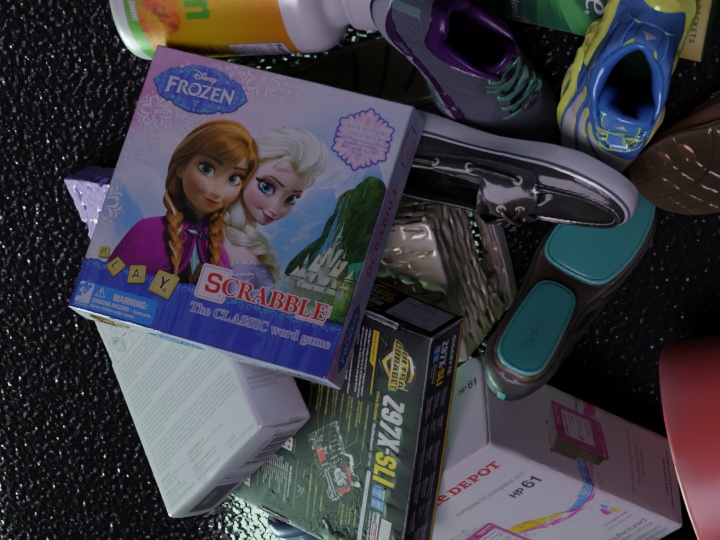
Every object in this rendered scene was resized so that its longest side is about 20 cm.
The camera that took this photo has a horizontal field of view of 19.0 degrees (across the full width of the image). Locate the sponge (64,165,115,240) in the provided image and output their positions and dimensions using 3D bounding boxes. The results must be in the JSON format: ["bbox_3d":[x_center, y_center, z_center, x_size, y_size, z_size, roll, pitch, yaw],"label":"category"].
[{"bbox_3d":[-0.163,-0.022,1.658,0.200,0.030,0.112,11,125,63],"label":"sponge"}]

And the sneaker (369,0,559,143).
[{"bbox_3d":[0.090,-0.134,1.499,0.200,0.087,0.075,36,87,-41],"label":"sneaker"}]

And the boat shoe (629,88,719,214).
[{"bbox_3d":[0.272,-0.099,1.512,0.072,0.068,0.200,45,141,-12],"label":"boat shoe"}]

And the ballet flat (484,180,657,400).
[{"bbox_3d":[0.146,0.017,1.568,0.068,0.200,0.068,34,152,12],"label":"ballet flat"}]

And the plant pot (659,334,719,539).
[{"bbox_3d":[0.331,0.125,1.561,0.177,0.201,0.201,-18,112,17],"label":"plant pot"}]

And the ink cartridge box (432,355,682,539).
[{"bbox_3d":[0.121,0.159,1.633,0.200,0.085,0.144,25,136,-29],"label":"ink cartridge box"}]

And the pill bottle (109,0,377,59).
[{"bbox_3d":[-0.070,-0.210,1.541,0.199,0.111,0.111,-1,119,20],"label":"pill bottle"}]

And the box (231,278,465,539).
[{"bbox_3d":[-0.013,0.101,1.554,0.159,0.049,0.201,21,119,28],"label":"box"}]

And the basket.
[{"bbox_3d":[0.000,0.000,1.632,0.199,0.123,0.136,-6,116,24],"label":"basket"}]

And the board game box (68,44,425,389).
[{"bbox_3d":[-0.079,-0.040,1.500,0.199,0.041,0.200,14,80,17],"label":"board game box"}]

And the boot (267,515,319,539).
[{"bbox_3d":[0.019,0.217,1.783,0.200,0.073,0.090,-19,117,29],"label":"boot"}]

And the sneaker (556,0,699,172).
[{"bbox_3d":[0.170,-0.114,1.468,0.076,0.105,0.200,19,138,7],"label":"sneaker"}]

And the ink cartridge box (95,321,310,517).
[{"bbox_3d":[-0.125,0.059,1.583,0.163,0.057,0.201,-46,58,49],"label":"ink cartridge box"}]

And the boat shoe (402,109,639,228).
[{"bbox_3d":[0.095,-0.060,1.523,0.199,0.057,0.069,17,155,11],"label":"boat shoe"}]

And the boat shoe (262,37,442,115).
[{"bbox_3d":[-0.010,-0.119,1.604,0.199,0.075,0.068,-6,136,21],"label":"boat shoe"}]

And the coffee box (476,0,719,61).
[{"bbox_3d":[0.154,-0.225,1.491,0.199,0.044,0.123,15,125,11],"label":"coffee box"}]
